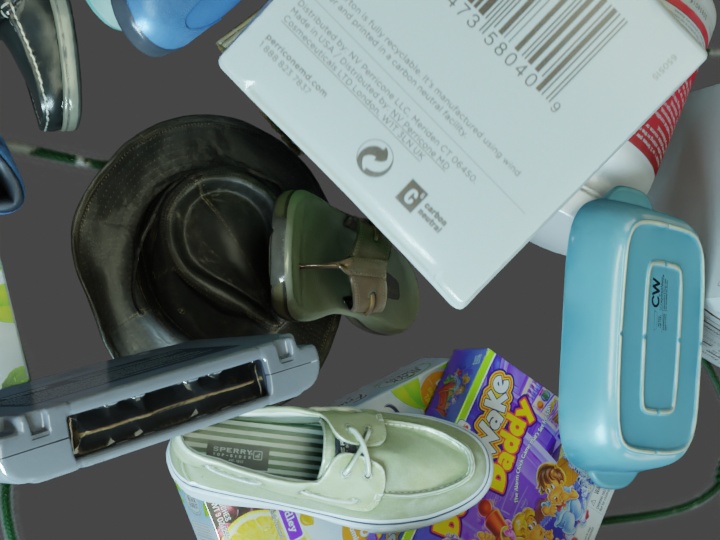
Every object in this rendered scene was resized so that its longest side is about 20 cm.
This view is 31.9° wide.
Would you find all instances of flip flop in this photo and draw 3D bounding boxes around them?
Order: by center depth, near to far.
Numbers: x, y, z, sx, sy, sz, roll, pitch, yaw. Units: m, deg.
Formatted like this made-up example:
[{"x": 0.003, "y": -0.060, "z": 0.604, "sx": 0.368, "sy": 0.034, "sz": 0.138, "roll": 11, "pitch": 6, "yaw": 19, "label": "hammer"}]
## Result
[{"x": 0.000, "y": 0.000, "z": 0.793, "sx": 0.200, "sy": 0.057, "sz": 0.082, "roll": 25, "pitch": 64, "yaw": -60, "label": "flip flop"}]

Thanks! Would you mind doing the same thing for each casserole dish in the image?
[{"x": 0.184, "y": 0.044, "z": 0.830, "sx": 0.120, "sy": 0.039, "sz": 0.202, "roll": 9, "pitch": 83, "yaw": -41, "label": "casserole dish"}]

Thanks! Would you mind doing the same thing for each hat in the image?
[{"x": -0.080, "y": -0.006, "z": 0.800, "sx": 0.199, "sy": 0.081, "sz": 0.203, "roll": 2, "pitch": 84, "yaw": -25, "label": "hat"}]

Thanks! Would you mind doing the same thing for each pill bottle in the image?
[{"x": 0.171, "y": -0.117, "z": 0.904, "sx": 0.112, "sy": 0.112, "sz": 0.201, "roll": 30, "pitch": 74, "yaw": -19, "label": "pill bottle"}]

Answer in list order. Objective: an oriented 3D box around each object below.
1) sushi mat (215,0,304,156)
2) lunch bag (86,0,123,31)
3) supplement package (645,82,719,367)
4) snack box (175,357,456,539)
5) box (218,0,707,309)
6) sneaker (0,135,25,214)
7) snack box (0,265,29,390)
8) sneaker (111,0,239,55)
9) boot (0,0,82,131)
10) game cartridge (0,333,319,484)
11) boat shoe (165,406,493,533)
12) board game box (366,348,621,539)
[{"x": -0.003, "y": -0.176, "z": 0.887, "sx": 0.200, "sy": 0.012, "sz": 0.096, "roll": -43, "pitch": 103, "yaw": -21, "label": "sushi mat"}, {"x": -0.128, "y": -0.259, "z": 0.779, "sx": 0.160, "sy": 0.077, "sz": 0.202, "roll": -31, "pitch": 102, "yaw": -52, "label": "lunch bag"}, {"x": 0.321, "y": -0.032, "z": 0.915, "sx": 0.146, "sy": 0.200, "sz": 0.193, "roll": 28, "pitch": 76, "yaw": -20, "label": "supplement package"}, {"x": -0.004, "y": 0.161, "z": 0.833, "sx": 0.199, "sy": 0.053, "sz": 0.143, "roll": -23, "pitch": 97, "yaw": -25, "label": "snack box"}, {"x": 0.058, "y": -0.121, "z": 0.756, "sx": 0.199, "sy": 0.171, "sz": 0.200, "roll": 45, "pitch": 97, "yaw": -1, "label": "box"}, {"x": -0.257, "y": -0.088, "z": 0.679, "sx": 0.066, "sy": 0.078, "sz": 0.200, "roll": -56, "pitch": 143, "yaw": -5, "label": "sneaker"}, {"x": -0.292, "y": 0.068, "z": 0.706, "sx": 0.198, "sy": 0.053, "sz": 0.144, "roll": -14, "pitch": 91, "yaw": -26, "label": "snack box"}, {"x": -0.065, "y": -0.192, "z": 0.699, "sx": 0.066, "sy": 0.078, "sz": 0.201, "roll": 59, "pitch": 42, "yaw": -26, "label": "sneaker"}, {"x": -0.257, "y": -0.165, "z": 0.742, "sx": 0.153, "sy": 0.073, "sz": 0.205, "roll": -17, "pitch": 86, "yaw": -22, "label": "boot"}, {"x": -0.136, "y": 0.072, "z": 0.677, "sx": 0.199, "sy": 0.133, "sz": 0.042, "roll": -14, "pitch": 91, "yaw": -43, "label": "game cartridge"}, {"x": -0.017, "y": 0.115, "z": 0.747, "sx": 0.198, "sy": 0.062, "sz": 0.073, "roll": 2, "pitch": 69, "yaw": -5, "label": "boat shoe"}, {"x": 0.080, "y": 0.172, "z": 0.819, "sx": 0.134, "sy": 0.045, "sz": 0.201, "roll": 33, "pitch": 71, "yaw": -21, "label": "board game box"}]
